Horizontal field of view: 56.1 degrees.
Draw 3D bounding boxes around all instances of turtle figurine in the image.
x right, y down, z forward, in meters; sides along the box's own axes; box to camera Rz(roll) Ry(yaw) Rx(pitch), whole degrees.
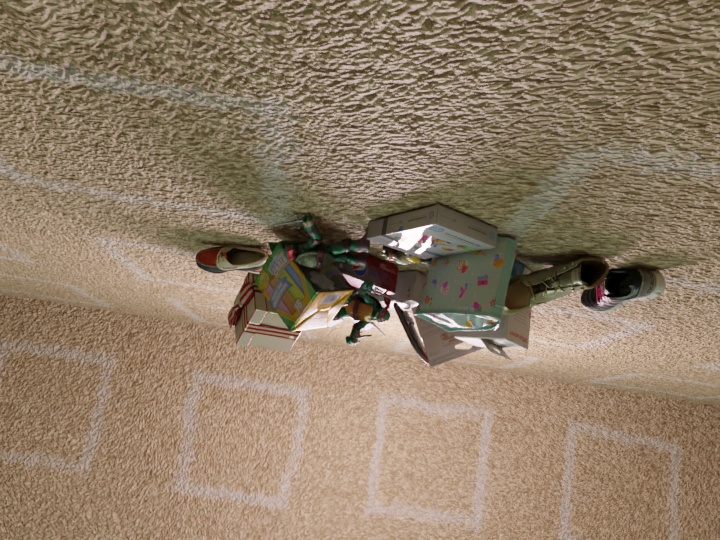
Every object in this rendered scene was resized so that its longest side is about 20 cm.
[{"bbox_3d":[-0.084,-0.048,1.391,0.199,0.101,0.150,4,168,-6],"label":"turtle figurine"},{"bbox_3d":[-0.008,0.091,1.532,0.199,0.151,0.101,11,-176,23],"label":"turtle figurine"}]

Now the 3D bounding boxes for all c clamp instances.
[{"bbox_3d":[0.135,0.159,1.673,0.027,0.200,0.171,-29,132,7],"label":"c clamp"}]

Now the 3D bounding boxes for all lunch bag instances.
[{"bbox_3d":[0.222,0.028,1.327,0.122,0.171,0.200,27,160,-28],"label":"lunch bag"}]

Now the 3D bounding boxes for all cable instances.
[{"bbox_3d":[0.119,-0.020,1.465,0.097,0.051,0.200,2,165,42],"label":"cable"}]

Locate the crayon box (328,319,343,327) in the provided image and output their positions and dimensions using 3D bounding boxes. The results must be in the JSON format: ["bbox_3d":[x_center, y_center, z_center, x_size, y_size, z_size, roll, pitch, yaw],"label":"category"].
[{"bbox_3d":[-0.118,0.074,1.852,0.051,0.126,0.200,-28,160,8],"label":"crayon box"}]

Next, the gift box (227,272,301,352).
[{"bbox_3d":[-0.270,0.105,1.916,0.186,0.200,0.185,12,127,-27],"label":"gift box"}]

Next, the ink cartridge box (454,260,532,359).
[{"bbox_3d":[0.291,0.087,1.473,0.125,0.201,0.128,-1,164,36],"label":"ink cartridge box"}]

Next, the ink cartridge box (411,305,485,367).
[{"bbox_3d":[0.239,0.132,1.610,0.199,0.177,0.045,-21,142,8],"label":"ink cartridge box"}]

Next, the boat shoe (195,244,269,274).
[{"bbox_3d":[-0.317,-0.030,1.672,0.199,0.072,0.063,5,161,9],"label":"boat shoe"}]

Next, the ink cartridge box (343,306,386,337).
[{"bbox_3d":[-0.024,0.104,1.856,0.200,0.047,0.198,51,-179,21],"label":"ink cartridge box"}]

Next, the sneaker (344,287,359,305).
[{"bbox_3d":[-0.079,0.034,1.684,0.199,0.116,0.075,5,167,14],"label":"sneaker"}]

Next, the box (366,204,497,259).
[{"bbox_3d":[0.132,-0.069,1.272,0.155,0.041,0.200,18,163,-35],"label":"box"}]

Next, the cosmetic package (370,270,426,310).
[{"bbox_3d":[0.092,0.055,1.747,0.199,0.082,0.113,-1,164,41],"label":"cosmetic package"}]

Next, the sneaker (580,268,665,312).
[{"bbox_3d":[0.521,0.036,1.398,0.087,0.074,0.200,15,161,-26],"label":"sneaker"}]

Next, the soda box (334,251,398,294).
[{"bbox_3d":[0.000,0.000,1.585,0.063,0.070,0.200,-7,159,43],"label":"soda box"}]

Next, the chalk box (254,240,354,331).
[{"bbox_3d":[-0.136,0.016,1.472,0.124,0.124,0.200,-2,-135,-51],"label":"chalk box"}]

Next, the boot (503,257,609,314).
[{"bbox_3d":[0.378,0.028,1.344,0.199,0.072,0.155,-18,178,-27],"label":"boot"}]
